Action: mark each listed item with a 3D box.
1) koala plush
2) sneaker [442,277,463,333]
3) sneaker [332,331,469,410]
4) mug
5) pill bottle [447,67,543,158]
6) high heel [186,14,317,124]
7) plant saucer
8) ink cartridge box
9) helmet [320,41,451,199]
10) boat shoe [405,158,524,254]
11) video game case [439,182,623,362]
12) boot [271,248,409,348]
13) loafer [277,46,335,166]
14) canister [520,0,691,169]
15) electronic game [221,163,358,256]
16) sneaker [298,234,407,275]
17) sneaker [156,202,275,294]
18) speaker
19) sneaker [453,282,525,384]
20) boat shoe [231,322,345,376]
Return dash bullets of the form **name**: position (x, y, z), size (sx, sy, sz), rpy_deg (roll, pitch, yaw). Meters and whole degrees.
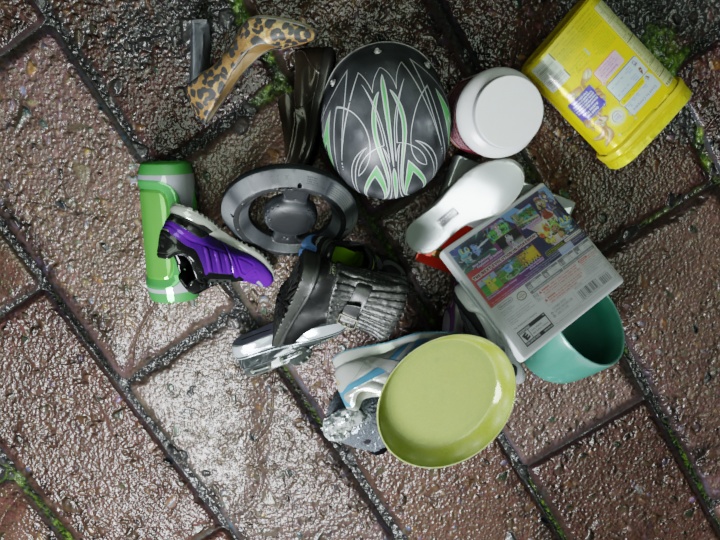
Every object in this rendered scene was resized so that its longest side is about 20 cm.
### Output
- **koala plush**: position (0.035, 0.207, 0.958), size (0.196, 0.177, 0.187), rpy_deg (-17, 91, 3)
- **sneaker**: position (0.189, 0.033, 0.958), size (0.097, 0.075, 0.203), rpy_deg (6, 122, -9)
- **sneaker**: position (0.062, 0.136, 0.860), size (0.196, 0.077, 0.082), rpy_deg (-16, 70, 10)
- **mug**: position (0.290, 0.078, 0.935), size (0.185, 0.152, 0.114), rpy_deg (48, 140, 1)
- **pill bottle**: position (0.177, -0.212, 0.840), size (0.110, 0.200, 0.116), rpy_deg (0, 103, 0)
- **high heel**: position (-0.154, -0.280, 0.882), size (0.196, 0.071, 0.146), rpy_deg (4, 97, 15)
- **plant saucer**: position (0.112, 0.170, 0.826), size (0.196, 0.031, 0.204), rpy_deg (-6, 113, -13)
- **ink cartridge box**: position (0.203, -0.060, 0.956), size (0.196, 0.044, 0.177), rpy_deg (20, 100, -5)
- **helmet**: position (0.034, -0.199, 0.845), size (0.195, 0.191, 0.205), rpy_deg (0, 103, -1)
- **boat shoe**: position (0.145, -0.099, 0.874), size (0.199, 0.064, 0.071), rpy_deg (-33, 102, 35)
- **video game case**: position (0.238, -0.003, 0.864), size (0.198, 0.023, 0.183), rpy_deg (-32, 76, -17)
- **boot**: position (-0.035, 0.060, 0.874), size (0.155, 0.081, 0.212), rpy_deg (15, 146, -17)
- **loafer**: position (-0.088, -0.228, 0.905), size (0.070, 0.073, 0.204), rpy_deg (14, 93, 0)
- **canister**: position (0.347, -0.271, 0.889), size (0.200, 0.087, 0.149), rpy_deg (42, 99, -8)
- **electronic game**: position (-0.101, -0.083, 0.892), size (0.195, 0.201, 0.042), rpy_deg (-2, 58, 0)
- **sneaker**: position (0.000, 0.000, 0.915), size (0.198, 0.082, 0.072), rpy_deg (19, 86, -42)
- **sneaker**: position (-0.215, -0.006, 0.904), size (0.199, 0.069, 0.101), rpy_deg (37, 69, -40)
- **speaker**: position (-0.284, -0.059, 0.928), size (0.086, 0.089, 0.205), rpy_deg (0, 103, -1)
- **sneaker**: position (0.160, 0.113, 0.916), size (0.112, 0.076, 0.201), rpy_deg (-28, 119, 14)
- **boat shoe**: position (-0.105, 0.114, 0.984), size (0.196, 0.072, 0.072), rpy_deg (-17, 112, 13)
